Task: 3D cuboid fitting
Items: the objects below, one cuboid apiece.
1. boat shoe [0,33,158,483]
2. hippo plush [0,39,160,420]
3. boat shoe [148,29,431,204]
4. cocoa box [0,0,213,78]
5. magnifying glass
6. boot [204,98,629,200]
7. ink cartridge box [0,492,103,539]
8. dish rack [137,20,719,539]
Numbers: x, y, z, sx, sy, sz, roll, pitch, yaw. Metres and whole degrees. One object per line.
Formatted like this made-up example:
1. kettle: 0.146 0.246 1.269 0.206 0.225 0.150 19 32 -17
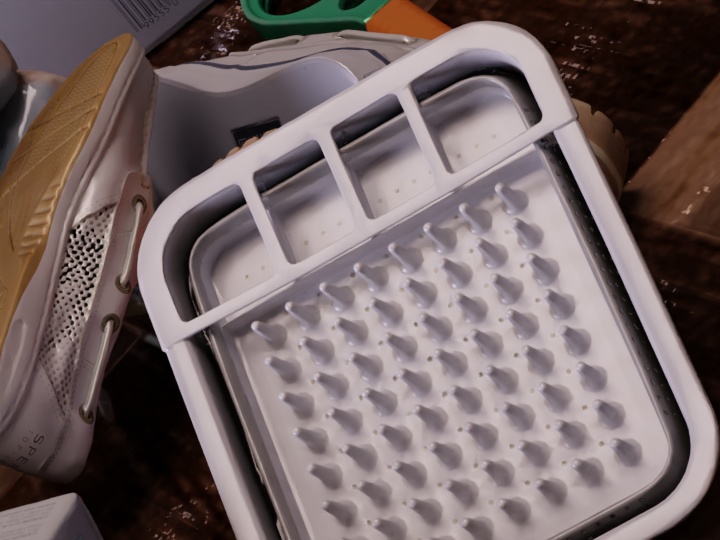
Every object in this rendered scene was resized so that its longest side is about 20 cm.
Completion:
1. boat shoe: -0.112 -0.003 1.086 0.071 0.069 0.200 -28 38 49
2. hippo plush: -0.188 0.004 1.181 0.161 0.159 0.200 -34 73 40
3. boat shoe: -0.031 -0.063 1.152 0.065 0.074 0.200 -24 16 -36
4. cocoa box: -0.191 -0.148 1.332 0.200 0.133 0.131 -39 33 -1
5. magnifying glass: 0.004 -0.119 1.214 0.080 0.022 0.200 -42 34 -4
6. boot: 0.000 0.000 1.035 0.200 0.075 0.107 -11 47 34
7. ink cartridge box: -0.186 0.159 0.920 0.160 0.047 0.200 -16 21 22
8. dish rack: 0.025 0.031 0.937 0.171 0.044 0.200 -29 63 13
